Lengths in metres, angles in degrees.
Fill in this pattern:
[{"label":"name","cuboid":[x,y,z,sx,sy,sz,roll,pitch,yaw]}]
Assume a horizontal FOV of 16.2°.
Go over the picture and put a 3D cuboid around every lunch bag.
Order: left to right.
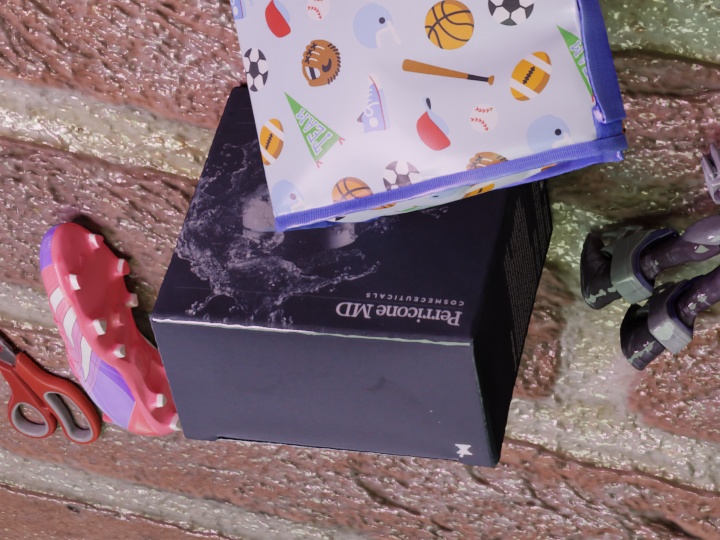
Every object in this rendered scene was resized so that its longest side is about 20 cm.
[{"label":"lunch bag","cuboid":[0.044,-0.122,1.376,0.199,0.124,0.171,-15,88,35]}]

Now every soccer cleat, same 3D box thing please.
[{"label":"soccer cleat","cuboid":[-0.183,0.045,1.743,0.076,0.067,0.200,-2,140,28]}]

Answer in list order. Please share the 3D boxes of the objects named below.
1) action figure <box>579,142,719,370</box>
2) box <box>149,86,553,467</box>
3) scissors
[{"label":"action figure","cuboid":[0.228,-0.016,1.527,0.199,0.070,0.130,-26,117,35]},{"label":"box","cuboid":[0.000,0.000,1.518,0.196,0.201,0.118,4,139,14]},{"label":"scissors","cuboid":[-0.250,0.059,1.822,0.073,0.014,0.200,-1,136,24]}]
